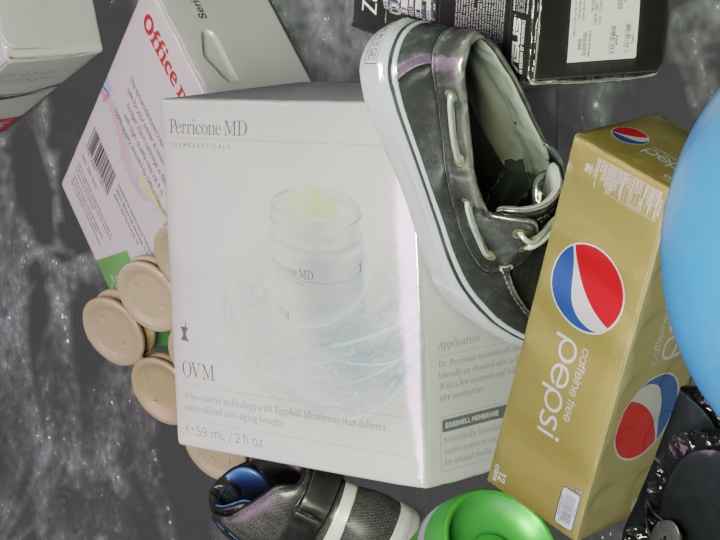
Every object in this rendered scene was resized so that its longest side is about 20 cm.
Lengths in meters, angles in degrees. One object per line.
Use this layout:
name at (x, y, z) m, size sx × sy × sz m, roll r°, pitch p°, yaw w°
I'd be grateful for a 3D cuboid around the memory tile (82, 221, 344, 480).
memory tile at (-0.080, 0.070, 1.420) m, size 0.200 × 0.017 × 0.153 m, roll 48°, pitch 135°, yaw 1°

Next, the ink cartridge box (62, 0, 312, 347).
ink cartridge box at (-0.106, -0.070, 1.456) m, size 0.145 × 0.083 × 0.200 m, roll 62°, pitch 142°, yaw 28°

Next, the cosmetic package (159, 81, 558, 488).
cosmetic package at (0.000, 0.000, 1.241) m, size 0.198 × 0.122 × 0.202 m, roll 5°, pitch 99°, yaw 45°

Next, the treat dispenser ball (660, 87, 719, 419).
treat dispenser ball at (0.215, -0.007, 0.865) m, size 0.200 × 0.200 × 0.203 m, roll 16°, pitch 110°, yaw 55°

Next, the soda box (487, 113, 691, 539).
soda box at (0.127, 0.028, 1.122) m, size 0.064 × 0.067 × 0.201 m, roll 33°, pitch 124°, yaw 34°

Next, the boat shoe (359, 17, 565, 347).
boat shoe at (0.066, -0.035, 1.111) m, size 0.071 × 0.072 × 0.201 m, roll 8°, pitch 141°, yaw 44°

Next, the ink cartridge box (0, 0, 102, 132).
ink cartridge box at (-0.278, -0.197, 1.698) m, size 0.200 × 0.083 × 0.146 m, roll -25°, pitch 75°, yaw 55°

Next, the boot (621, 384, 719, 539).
boot at (0.167, 0.164, 1.041) m, size 0.169 × 0.076 × 0.200 m, roll -63°, pitch 31°, yaw 23°

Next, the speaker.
speaker at (0.037, 0.204, 1.289) m, size 0.200 × 0.088 × 0.089 m, roll -54°, pitch 52°, yaw 47°

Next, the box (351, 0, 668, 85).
box at (0.078, -0.207, 1.142) m, size 0.163 × 0.086 × 0.202 m, roll 24°, pitch 115°, yaw 53°

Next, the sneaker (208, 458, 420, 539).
sneaker at (-0.057, 0.173, 1.394) m, size 0.200 × 0.111 × 0.073 m, roll -47°, pitch 15°, yaw 42°
